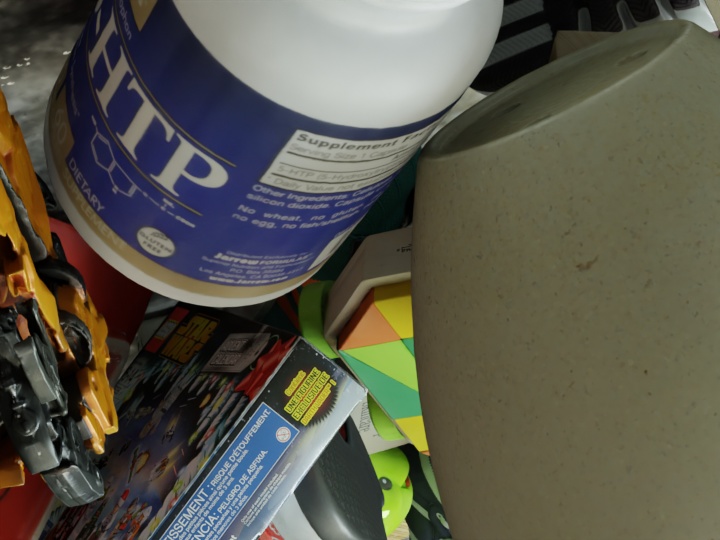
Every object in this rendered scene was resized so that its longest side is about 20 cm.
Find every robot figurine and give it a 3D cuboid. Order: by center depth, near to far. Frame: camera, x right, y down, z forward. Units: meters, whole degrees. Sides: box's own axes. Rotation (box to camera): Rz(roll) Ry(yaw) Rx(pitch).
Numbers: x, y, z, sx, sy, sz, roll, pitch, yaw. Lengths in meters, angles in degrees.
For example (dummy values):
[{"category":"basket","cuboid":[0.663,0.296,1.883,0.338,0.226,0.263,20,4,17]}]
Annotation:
[{"category":"robot figurine","cuboid":[-0.132,-0.016,0.694,0.058,0.145,0.201,-17,127,3]}]

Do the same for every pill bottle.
[{"category":"pill bottle","cuboid":[-0.022,-0.083,0.709,0.119,0.120,0.200,-6,155,-30]}]

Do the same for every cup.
[{"category":"cup","cuboid":[0.094,0.002,0.724,0.199,0.144,0.200,-27,-168,6]}]

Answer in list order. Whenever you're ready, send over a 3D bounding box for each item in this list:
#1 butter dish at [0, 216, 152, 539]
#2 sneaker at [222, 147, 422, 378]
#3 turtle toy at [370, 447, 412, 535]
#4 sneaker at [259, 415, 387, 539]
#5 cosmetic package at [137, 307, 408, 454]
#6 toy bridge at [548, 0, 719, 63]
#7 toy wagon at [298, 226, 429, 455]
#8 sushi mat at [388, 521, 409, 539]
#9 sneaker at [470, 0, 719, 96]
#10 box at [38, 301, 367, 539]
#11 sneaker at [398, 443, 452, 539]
[{"category":"butter dish","cuboid":[-0.202,0.049,0.861,0.201,0.147,0.199,-63,162,0]},{"category":"sneaker","cuboid":[0.000,0.000,0.953,0.071,0.080,0.200,-44,174,-26]},{"category":"turtle toy","cuboid":[-0.069,0.137,1.179,0.199,0.146,0.101,-7,134,-10]},{"category":"sneaker","cuboid":[-0.048,0.113,0.963,0.107,0.068,0.201,-24,180,2]},{"category":"cosmetic package","cuboid":[-0.009,0.049,1.101,0.199,0.073,0.104,-15,159,-8]},{"category":"toy bridge","cuboid":[0.103,-0.072,0.793,0.067,0.027,0.200,1,148,-5]},{"category":"toy wagon","cuboid":[0.073,0.043,0.904,0.154,0.040,0.200,-10,142,23]},{"category":"sushi mat","cuboid":[-0.030,0.177,1.466,0.095,0.012,0.200,-31,156,23]},{"category":"sneaker","cuboid":[0.138,-0.113,0.855,0.199,0.076,0.115,-15,166,19]},{"category":"box","cuboid":[-0.081,0.083,0.919,0.137,0.040,0.200,-53,-163,-9]},{"category":"sneaker","cuboid":[0.072,0.128,1.178,0.070,0.109,0.200,-18,-163,-17]}]
